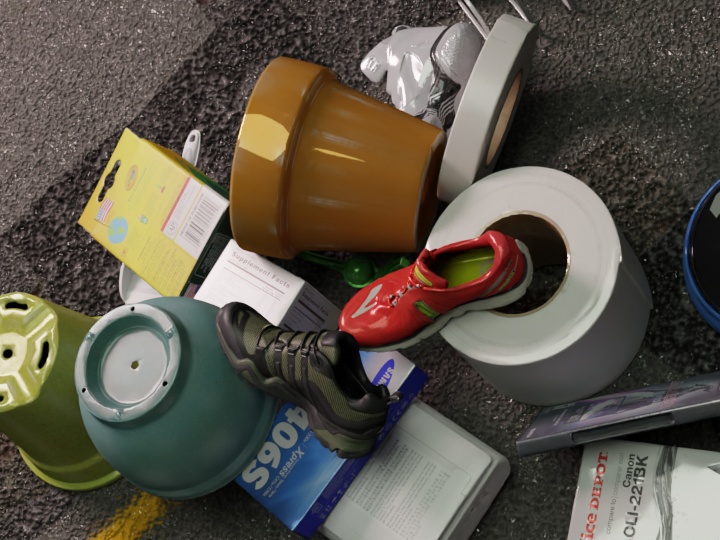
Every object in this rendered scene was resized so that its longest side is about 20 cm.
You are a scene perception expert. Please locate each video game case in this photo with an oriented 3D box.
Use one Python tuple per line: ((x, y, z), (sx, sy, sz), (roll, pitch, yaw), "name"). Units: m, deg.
((0.253, 0.132, 1.548), (0.198, 0.143, 0.019), (-15, 93, 18), "video game case")

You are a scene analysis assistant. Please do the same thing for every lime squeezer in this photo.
((0.000, 0.000, 1.750), (0.199, 0.070, 0.038), (8, 89, 49), "lime squeezer")

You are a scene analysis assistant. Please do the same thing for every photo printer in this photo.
((0.027, 0.207, 1.650), (0.199, 0.069, 0.167), (31, 84, 31), "photo printer")

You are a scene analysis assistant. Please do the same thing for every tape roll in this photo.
((0.130, -0.160, 1.679), (0.037, 0.203, 0.204), (21, 78, 9), "tape roll")
((0.173, 0.017, 1.624), (0.201, 0.139, 0.205), (-9, 66, 21), "tape roll")

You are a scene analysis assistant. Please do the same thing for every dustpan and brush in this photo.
((-0.199, -0.056, 1.858), (0.138, 0.057, 0.202), (5, 72, 25), "dustpan and brush")

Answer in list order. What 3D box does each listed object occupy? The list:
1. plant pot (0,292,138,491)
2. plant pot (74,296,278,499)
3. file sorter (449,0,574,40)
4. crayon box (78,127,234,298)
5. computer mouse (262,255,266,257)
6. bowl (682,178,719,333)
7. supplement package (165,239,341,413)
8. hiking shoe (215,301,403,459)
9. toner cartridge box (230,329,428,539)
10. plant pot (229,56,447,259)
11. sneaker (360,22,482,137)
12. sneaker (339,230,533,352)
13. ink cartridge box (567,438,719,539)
((-0.333, 0.115, 1.776), (0.198, 0.184, 0.203), (-8, 66, 19), "plant pot")
((-0.197, 0.109, 1.621), (0.198, 0.134, 0.202), (-9, 65, 21), "plant pot")
((0.183, -0.342, 1.768), (0.199, 0.139, 0.125), (-36, 63, 6), "file sorter")
((-0.214, -0.058, 1.809), (0.200, 0.051, 0.128), (37, 101, 38), "crayon box")
((-0.089, -0.077, 1.805), (0.110, 0.044, 0.200), (44, 83, 13), "computer mouse")
((0.408, -0.021, 1.596), (0.198, 0.039, 0.203), (-8, 67, 20), "bowl")
((-0.127, 0.091, 1.739), (0.113, 0.110, 0.201), (29, 83, 30), "supplement package")
((-0.047, 0.081, 1.567), (0.199, 0.076, 0.101), (39, 120, 10), "hiking shoe")
((-0.031, 0.154, 1.631), (0.095, 0.043, 0.201), (34, 86, 29), "toner cartridge box")
((-0.014, -0.100, 1.675), (0.181, 0.200, 0.202), (12, 74, 12), "plant pot")
((0.054, -0.177, 1.796), (0.114, 0.075, 0.202), (13, 79, 35), "sneaker")
((0.061, 0.010, 1.546), (0.198, 0.085, 0.078), (-25, 61, 16), "sneaker")
((0.294, 0.240, 1.513), (0.198, 0.084, 0.146), (5, 72, 25), "ink cartridge box")
